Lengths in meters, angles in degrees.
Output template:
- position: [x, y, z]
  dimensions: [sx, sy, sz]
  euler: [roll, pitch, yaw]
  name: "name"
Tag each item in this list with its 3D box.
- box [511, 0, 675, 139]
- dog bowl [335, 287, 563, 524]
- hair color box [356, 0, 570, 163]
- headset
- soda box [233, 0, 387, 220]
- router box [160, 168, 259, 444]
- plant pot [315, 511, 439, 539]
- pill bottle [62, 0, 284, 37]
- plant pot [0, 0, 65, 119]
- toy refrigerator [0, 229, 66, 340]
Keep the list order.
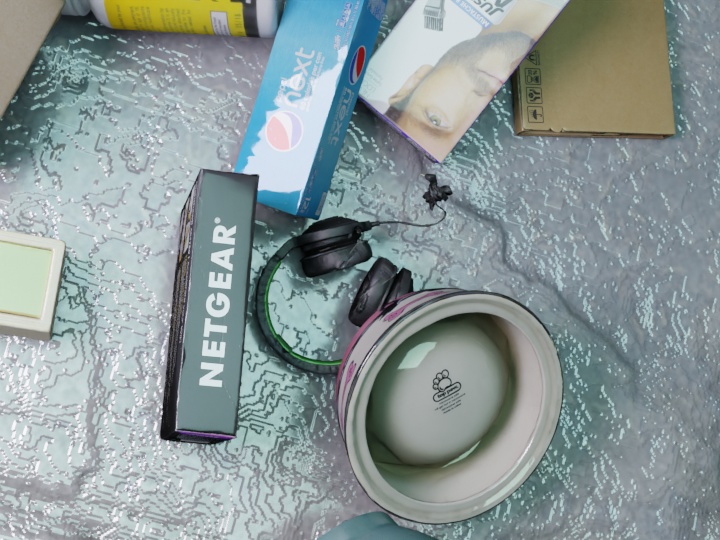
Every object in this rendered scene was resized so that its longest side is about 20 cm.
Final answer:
- position: [0.221, -0.227, 1.150]
  dimensions: [0.162, 0.021, 0.202]
  euler: [0, 80, -15]
  name: "box"
- position: [0.067, 0.104, 0.991]
  dimensions: [0.198, 0.074, 0.202]
  euler: [-7, 108, -21]
  name: "dog bowl"
- position: [0.090, -0.206, 1.060]
  dimensions: [0.109, 0.065, 0.200]
  euler: [38, 94, -6]
  name: "hair color box"
- position: [0.000, 0.000, 1.015]
  dimensions: [0.200, 0.094, 0.124]
  euler: [-44, 93, -6]
  name: "headset"
- position: [-0.044, -0.149, 1.007]
  dimensions: [0.067, 0.064, 0.202]
  euler: [19, 93, 15]
  name: "soda box"
- position: [-0.122, 0.035, 0.948]
  dimensions: [0.051, 0.149, 0.202]
  euler: [6, 79, -13]
  name: "router box"
- position: [0.010, 0.277, 0.932]
  dimensions: [0.199, 0.201, 0.134]
  euler: [-29, 62, -17]
  name: "plant pot"
- position: [-0.164, -0.257, 0.992]
  dimensions: [0.198, 0.114, 0.115]
  euler: [3, 79, 1]
  name: "pill bottle"
- position: [-0.344, -0.182, 0.914]
  dimensions: [0.176, 0.199, 0.201]
  euler: [31, 74, -19]
  name: "plant pot"
- position: [-0.338, 0.000, 0.938]
  dimensions: [0.198, 0.070, 0.077]
  euler: [11, 78, -12]
  name: "toy refrigerator"
